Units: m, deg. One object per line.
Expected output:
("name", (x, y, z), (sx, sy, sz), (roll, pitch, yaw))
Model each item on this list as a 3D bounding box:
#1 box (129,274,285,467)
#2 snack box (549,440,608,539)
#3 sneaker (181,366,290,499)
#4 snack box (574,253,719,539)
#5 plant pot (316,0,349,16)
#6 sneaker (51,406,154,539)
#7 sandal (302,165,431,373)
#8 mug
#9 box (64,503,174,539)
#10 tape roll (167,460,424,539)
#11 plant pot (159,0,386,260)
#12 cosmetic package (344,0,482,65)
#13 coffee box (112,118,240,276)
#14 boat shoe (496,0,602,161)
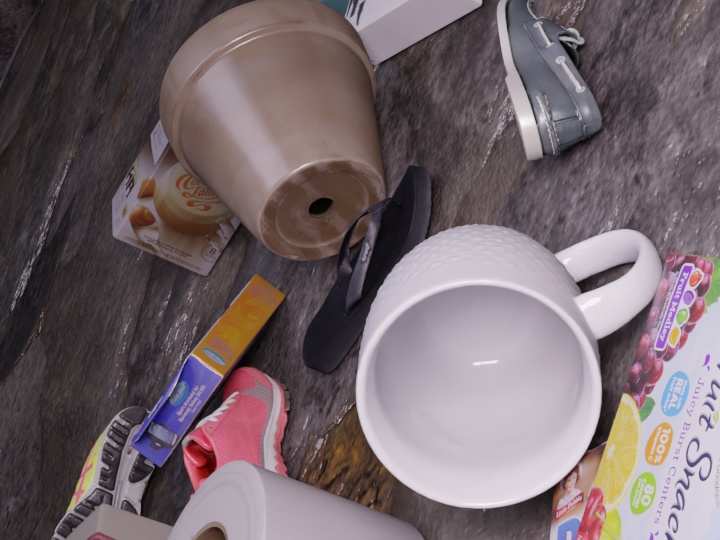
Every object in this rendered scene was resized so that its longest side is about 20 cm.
("box", (-0.140, 0.093, 1.653), (0.119, 0.041, 0.200), (-55, 2, 29))
("snack box", (0.174, 0.117, 1.030), (0.200, 0.024, 0.072), (-37, 38, 51))
("sneaker", (-0.111, 0.143, 1.577), (0.074, 0.086, 0.200), (-55, 25, 27))
("snack box", (0.183, 0.096, 0.930), (0.142, 0.053, 0.201), (9, 79, 63))
("plant pot", (-0.070, -0.355, 1.818), (0.200, 0.195, 0.201), (-48, 29, 38))
("sneaker", (-0.257, 0.233, 1.859), (0.201, 0.078, 0.090), (-64, 13, -6))
("sandal", (0.000, 0.001, 1.517), (0.201, 0.043, 0.076), (-59, 24, 20))
("mug", (0.098, 0.034, 1.153), (0.199, 0.148, 0.175), (-27, 15, 12))
("box", (-0.220, 0.331, 1.617), (0.128, 0.109, 0.201), (-45, 31, 44))
("tape roll", (-0.058, 0.250, 1.284), (0.203, 0.139, 0.203), (-48, 30, 39))
("plant pot", (-0.060, -0.109, 1.603), (0.200, 0.199, 0.174), (-55, 41, 27))
("cosmetic package", (0.049, -0.253, 1.639), (0.200, 0.050, 0.083), (-20, 51, 61))
("coffee box", (-0.164, -0.108, 1.904), (0.200, 0.114, 0.080), (-56, 24, 26))
("boat shoe", (0.138, -0.146, 1.347), (0.061, 0.073, 0.200), (-14, 31, 8))
